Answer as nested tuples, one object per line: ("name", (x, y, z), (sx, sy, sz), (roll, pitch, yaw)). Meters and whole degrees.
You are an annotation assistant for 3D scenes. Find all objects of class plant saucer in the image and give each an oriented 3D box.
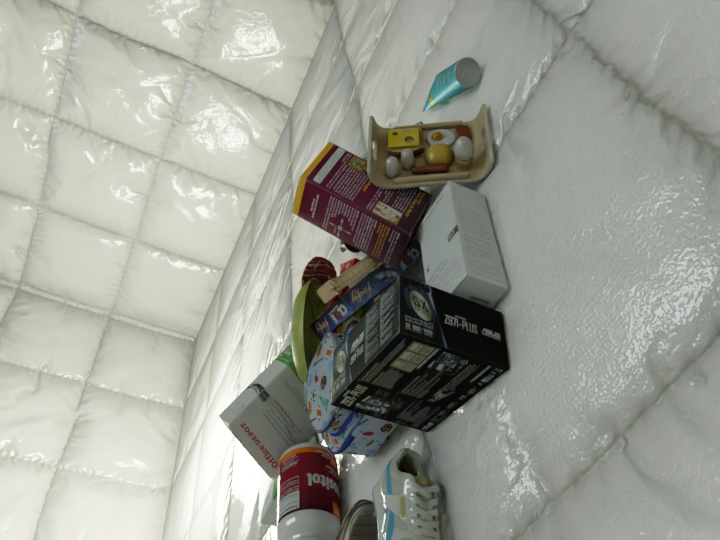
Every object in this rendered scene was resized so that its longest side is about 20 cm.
("plant saucer", (-0.091, 0.117, 1.164), (0.200, 0.030, 0.206), (-3, -90, -80))

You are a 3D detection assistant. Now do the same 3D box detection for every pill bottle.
("pill bottle", (-0.089, 0.412, 1.116), (0.114, 0.110, 0.202), (-59, 23, 32))

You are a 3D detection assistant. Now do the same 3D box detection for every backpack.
("backpack", (-0.008, 0.202, 1.042), (0.202, 0.150, 0.194), (-102, 25, -51))

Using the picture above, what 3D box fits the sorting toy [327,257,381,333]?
("sorting toy", (-0.022, 0.069, 1.304), (0.200, 0.068, 0.204), (-54, 26, 42))

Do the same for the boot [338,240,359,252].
("boot", (0.010, -0.123, 1.395), (0.202, 0.068, 0.174), (-56, 8, 3))

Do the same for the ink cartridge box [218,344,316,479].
("ink cartridge box", (-0.151, 0.267, 1.238), (0.200, 0.148, 0.084), (-43, 20, -20))

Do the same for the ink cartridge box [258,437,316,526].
("ink cartridge box", (-0.151, 0.401, 1.343), (0.149, 0.081, 0.201), (-64, 21, 23))

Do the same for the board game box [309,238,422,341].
("board game box", (0.014, 0.033, 1.109), (0.199, 0.035, 0.135), (-37, -4, -36))

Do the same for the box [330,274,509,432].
("box", (0.071, 0.118, 0.853), (0.201, 0.160, 0.088), (128, 153, -45))

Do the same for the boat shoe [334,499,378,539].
("boat shoe", (-0.016, 0.440, 0.968), (0.204, 0.073, 0.073), (-63, 9, -1))

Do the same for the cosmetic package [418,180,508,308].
("cosmetic package", (0.141, -0.022, 0.925), (0.203, 0.072, 0.103), (-94, 29, -46))

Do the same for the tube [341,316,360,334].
("tube", (-0.023, 0.188, 1.198), (0.052, 0.057, 0.205), (27, 103, 62))

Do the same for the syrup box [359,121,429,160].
("syrup box", (0.048, -0.174, 1.157), (0.197, 0.082, 0.079), (-30, 27, 9))

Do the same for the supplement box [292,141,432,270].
("supplement box", (0.003, -0.106, 1.048), (0.111, 0.197, 0.087), (-56, -8, -41))

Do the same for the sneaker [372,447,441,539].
("sneaker", (0.067, 0.312, 0.826), (0.082, 0.075, 0.201), (-63, 22, 16))

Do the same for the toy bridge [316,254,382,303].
("toy bridge", (0.000, 0.000, 1.063), (0.067, 0.027, 0.199), (-39, -4, 30))

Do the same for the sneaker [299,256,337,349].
("sneaker", (-0.101, 0.068, 1.305), (0.082, 0.076, 0.205), (149, 135, -63))

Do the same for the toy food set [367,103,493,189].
("toy food set", (0.108, -0.207, 1.034), (0.061, 0.194, 0.146), (80, -171, -50))

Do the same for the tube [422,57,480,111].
("tube", (0.163, -0.350, 1.211), (0.079, 0.050, 0.200), (-65, 13, -2))
